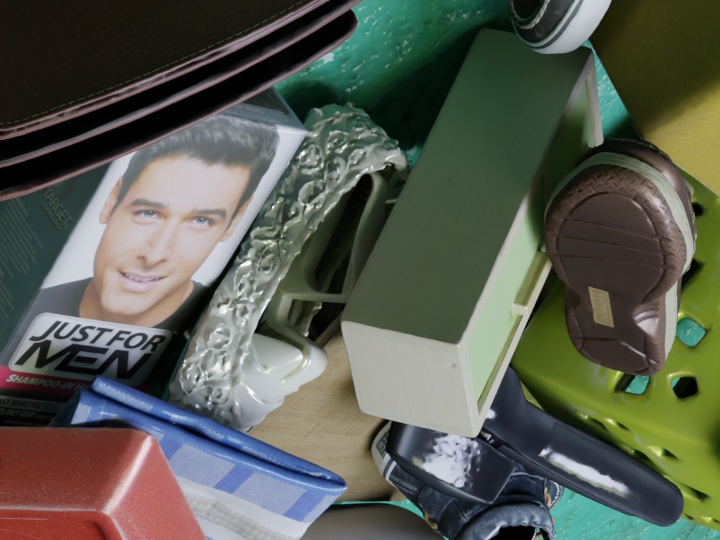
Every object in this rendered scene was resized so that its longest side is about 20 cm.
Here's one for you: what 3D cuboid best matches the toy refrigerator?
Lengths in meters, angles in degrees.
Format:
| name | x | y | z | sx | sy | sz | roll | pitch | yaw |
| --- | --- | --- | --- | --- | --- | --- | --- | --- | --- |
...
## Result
| name | x | y | z | sx | sy | sz | roll | pitch | yaw |
| --- | --- | --- | --- | --- | --- | --- | --- | --- | --- |
| toy refrigerator | 0.062 | -0.021 | 1.453 | 0.076 | 0.070 | 0.201 | 78 | 30 | -49 |

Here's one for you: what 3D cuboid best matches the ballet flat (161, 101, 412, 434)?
| name | x | y | z | sx | sy | sz | roll | pitch | yaw |
| --- | --- | --- | --- | --- | --- | --- | --- | --- | --- |
| ballet flat | -0.036 | 0.013 | 1.441 | 0.072 | 0.072 | 0.201 | 24 | 91 | -48 |

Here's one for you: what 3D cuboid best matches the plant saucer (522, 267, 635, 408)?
| name | x | y | z | sx | sy | sz | roll | pitch | yaw |
| --- | --- | --- | --- | --- | --- | --- | --- | --- | --- |
| plant saucer | 0.099 | 0.046 | 1.672 | 0.199 | 0.031 | 0.201 | -22 | 140 | -20 |

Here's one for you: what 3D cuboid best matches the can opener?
| name | x | y | z | sx | sy | sz | roll | pitch | yaw |
| --- | --- | --- | --- | --- | --- | --- | --- | --- | --- |
| can opener | 0.091 | 0.092 | 1.544 | 0.199 | 0.063 | 0.079 | 24 | 94 | -37 |

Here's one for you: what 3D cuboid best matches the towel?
| name | x | y | z | sx | sy | sz | roll | pitch | yaw |
| --- | --- | --- | --- | --- | --- | --- | --- | --- | --- |
| towel | -0.109 | 0.126 | 1.466 | 0.146 | 0.024 | 0.200 | 23 | 144 | -15 |

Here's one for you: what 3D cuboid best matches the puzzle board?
| name | x | y | z | sx | sy | sz | roll | pitch | yaw |
| --- | --- | --- | --- | --- | --- | --- | --- | --- | --- |
| puzzle board | 0.010 | 0.068 | 1.559 | 0.151 | 0.017 | 0.200 | -49 | 152 | 22 |

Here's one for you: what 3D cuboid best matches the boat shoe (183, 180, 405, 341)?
| name | x | y | z | sx | sy | sz | roll | pitch | yaw |
| --- | --- | --- | --- | --- | --- | --- | --- | --- | --- |
| boat shoe | 0.000 | 0.002 | 1.523 | 0.200 | 0.063 | 0.073 | -16 | 137 | -25 |

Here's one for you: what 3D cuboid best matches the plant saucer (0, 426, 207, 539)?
| name | x | y | z | sx | sy | sz | roll | pitch | yaw |
| --- | --- | --- | --- | --- | --- | --- | --- | --- | --- |
| plant saucer | -0.172 | 0.147 | 1.463 | 0.199 | 0.037 | 0.200 | 0 | 142 | 17 |

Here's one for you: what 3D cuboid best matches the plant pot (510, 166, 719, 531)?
| name | x | y | z | sx | sy | sz | roll | pitch | yaw |
| --- | --- | --- | --- | --- | --- | --- | --- | --- | --- |
| plant pot | 0.230 | 0.047 | 1.607 | 0.199 | 0.181 | 0.200 | -54 | 145 | -7 |

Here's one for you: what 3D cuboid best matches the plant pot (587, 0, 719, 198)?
| name | x | y | z | sx | sy | sz | roll | pitch | yaw |
| --- | --- | --- | --- | --- | --- | --- | --- | --- | --- |
| plant pot | 0.220 | -0.142 | 1.456 | 0.200 | 0.195 | 0.195 | -37 | 143 | 17 |

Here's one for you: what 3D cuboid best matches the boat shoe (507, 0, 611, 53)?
| name | x | y | z | sx | sy | sz | roll | pitch | yaw |
| --- | --- | --- | --- | --- | --- | --- | --- | --- | --- |
| boat shoe | 0.089 | -0.193 | 1.395 | 0.063 | 0.071 | 0.201 | -12 | 127 | -30 |

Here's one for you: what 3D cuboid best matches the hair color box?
| name | x | y | z | sx | sy | sz | roll | pitch | yaw |
| --- | --- | --- | --- | --- | --- | --- | --- | --- | --- |
| hair color box | -0.122 | -0.014 | 1.415 | 0.099 | 0.061 | 0.200 | 9 | 122 | -42 |

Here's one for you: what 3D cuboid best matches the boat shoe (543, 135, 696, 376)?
| name | x | y | z | sx | sy | sz | roll | pitch | yaw |
| --- | --- | --- | --- | --- | --- | --- | --- | --- | --- |
| boat shoe | 0.133 | -0.023 | 1.449 | 0.203 | 0.074 | 0.075 | 88 | 23 | -65 |

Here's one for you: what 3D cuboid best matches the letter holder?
| name | x | y | z | sx | sy | sz | roll | pitch | yaw |
| --- | --- | --- | --- | --- | --- | --- | --- | --- | --- |
| letter holder | -0.092 | -0.104 | 1.280 | 0.199 | 0.142 | 0.101 | -26 | 141 | -14 |

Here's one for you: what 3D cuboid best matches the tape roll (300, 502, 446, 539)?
| name | x | y | z | sx | sy | sz | roll | pitch | yaw |
| --- | --- | --- | --- | --- | --- | --- | --- | --- | --- |
| tape roll | -0.040 | 0.231 | 1.614 | 0.139 | 0.203 | 0.203 | 0 | 129 | -37 |

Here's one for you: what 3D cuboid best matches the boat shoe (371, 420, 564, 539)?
| name | x | y | z | sx | sy | sz | roll | pitch | yaw |
| --- | --- | --- | --- | --- | --- | --- | --- | --- | --- |
| boat shoe | 0.078 | 0.134 | 1.629 | 0.071 | 0.091 | 0.200 | -43 | 154 | 13 |
